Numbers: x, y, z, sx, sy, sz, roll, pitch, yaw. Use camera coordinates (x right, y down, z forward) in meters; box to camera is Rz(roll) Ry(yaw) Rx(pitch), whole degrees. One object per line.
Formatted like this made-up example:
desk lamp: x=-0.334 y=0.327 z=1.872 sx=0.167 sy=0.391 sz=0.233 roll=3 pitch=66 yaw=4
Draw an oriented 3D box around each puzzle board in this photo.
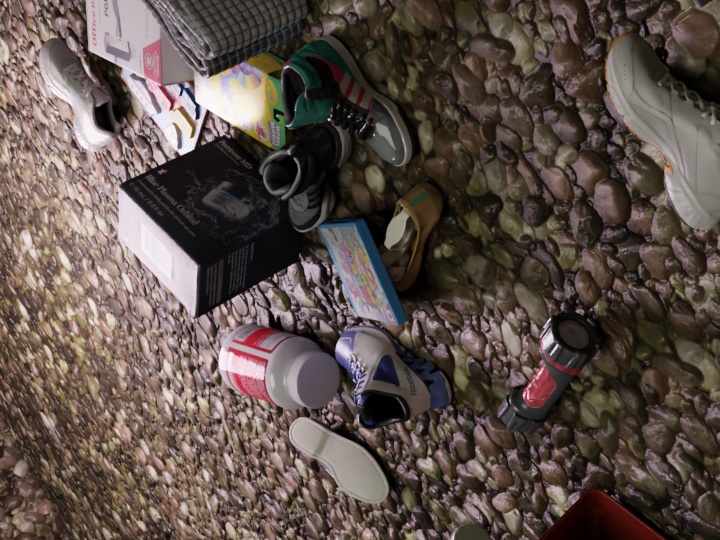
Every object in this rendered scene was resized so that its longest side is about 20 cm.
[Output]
puzzle board: x=-0.314 y=-0.283 z=1.844 sx=0.201 sy=0.017 sz=0.151 roll=52 pitch=145 yaw=15

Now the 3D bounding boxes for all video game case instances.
video game case: x=0.000 y=0.000 z=1.568 sx=0.144 sy=0.018 sz=0.200 roll=66 pitch=167 yaw=-8

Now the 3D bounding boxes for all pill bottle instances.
pill bottle: x=-0.125 y=0.153 z=1.822 sx=0.199 sy=0.112 sz=0.113 roll=11 pitch=123 yaw=50

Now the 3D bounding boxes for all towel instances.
towel: x=-0.186 y=-0.354 z=1.488 sx=0.201 sy=0.165 sz=0.086 roll=51 pitch=151 yaw=14

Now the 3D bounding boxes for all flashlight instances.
flashlight: x=0.217 y=0.126 z=1.384 sx=0.068 sy=0.068 sz=0.201 roll=47 pitch=144 yaw=17

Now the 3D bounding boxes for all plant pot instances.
plant pot: x=0.292 y=0.427 z=1.406 sx=0.199 sy=0.199 sz=0.177 roll=36 pitch=150 yaw=33

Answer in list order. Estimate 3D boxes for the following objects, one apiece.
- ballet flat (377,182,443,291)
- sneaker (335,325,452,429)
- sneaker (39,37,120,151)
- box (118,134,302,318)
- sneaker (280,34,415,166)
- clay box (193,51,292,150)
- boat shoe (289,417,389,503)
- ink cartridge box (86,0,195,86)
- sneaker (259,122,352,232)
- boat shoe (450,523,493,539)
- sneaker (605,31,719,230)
ballet flat: x=0.049 y=-0.035 z=1.496 sx=0.069 sy=0.063 sz=0.201 roll=46 pitch=144 yaw=22
sneaker: x=0.019 y=0.153 z=1.626 sx=0.198 sy=0.115 sz=0.081 roll=27 pitch=133 yaw=41
sneaker: x=-0.465 y=-0.305 z=1.977 sx=0.091 sy=0.076 sz=0.201 roll=-9 pitch=114 yaw=47
box: x=-0.219 y=-0.069 z=1.704 sx=0.196 sy=0.199 sz=0.118 roll=42 pitch=143 yaw=25
sneaker: x=-0.030 y=-0.194 z=1.432 sx=0.200 sy=0.120 sz=0.084 roll=51 pitch=145 yaw=15
clay box: x=-0.157 y=-0.255 z=1.625 sx=0.199 sy=0.047 sz=0.116 roll=33 pitch=137 yaw=34
boat shoe: x=-0.025 y=0.301 z=1.863 sx=0.199 sy=0.073 sz=0.062 roll=33 pitch=-179 yaw=26
ink cartridge box: x=-0.318 y=-0.371 z=1.710 sx=0.199 sy=0.084 sz=0.147 roll=30 pitch=128 yaw=40
sneaker: x=-0.087 y=-0.116 z=1.566 sx=0.076 sy=0.113 sz=0.201 roll=47 pitch=140 yaw=20
boat shoe: x=0.203 y=0.446 z=1.651 sx=0.201 sy=0.070 sz=0.072 roll=48 pitch=162 yaw=19
sneaker: x=0.307 y=-0.140 z=1.078 sx=0.092 sy=0.076 sz=0.201 roll=-25 pitch=100 yaw=49
